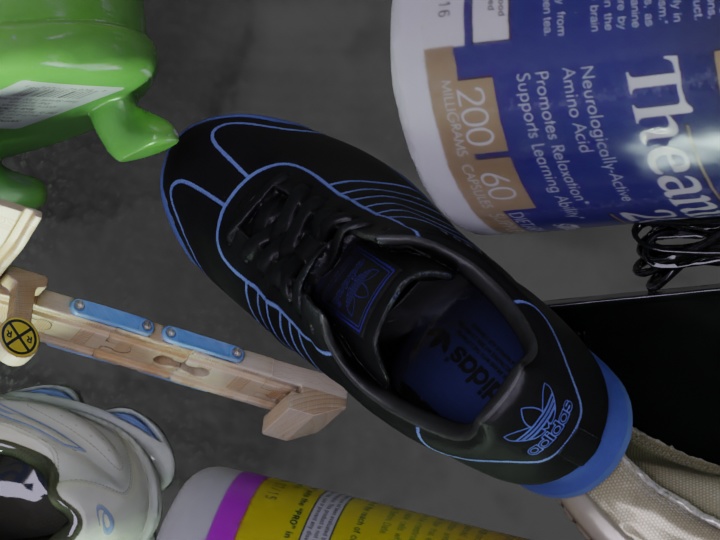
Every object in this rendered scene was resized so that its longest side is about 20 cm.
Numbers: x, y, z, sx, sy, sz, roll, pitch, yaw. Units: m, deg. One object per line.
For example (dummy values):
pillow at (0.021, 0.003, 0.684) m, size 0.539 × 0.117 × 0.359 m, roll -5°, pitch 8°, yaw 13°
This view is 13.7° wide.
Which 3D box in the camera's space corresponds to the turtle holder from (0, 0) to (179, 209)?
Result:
turtle holder at (-0.151, -0.086, 1.001) m, size 0.140 × 0.185 × 0.132 m, roll -8°, pitch 82°, yaw -25°

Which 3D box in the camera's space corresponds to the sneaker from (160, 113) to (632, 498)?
sneaker at (0.000, 0.000, 0.966) m, size 0.200 × 0.078 × 0.070 m, roll 34°, pitch 90°, yaw 31°

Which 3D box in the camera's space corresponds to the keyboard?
keyboard at (0.153, 0.018, 0.999) m, size 0.199 × 0.040 × 0.105 m, roll -5°, pitch 114°, yaw 9°

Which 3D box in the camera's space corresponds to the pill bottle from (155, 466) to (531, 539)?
pill bottle at (0.029, 0.135, 0.981) m, size 0.199 × 0.104 × 0.105 m, roll 12°, pitch 94°, yaw 9°

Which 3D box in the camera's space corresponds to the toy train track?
toy train track at (-0.099, 0.027, 0.987) m, size 0.199 × 0.115 × 0.033 m, roll 17°, pitch 58°, yaw -21°

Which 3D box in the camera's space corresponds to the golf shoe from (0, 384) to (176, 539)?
golf shoe at (-0.166, 0.063, 1.017) m, size 0.199 × 0.097 × 0.079 m, roll 5°, pitch 94°, yaw 11°

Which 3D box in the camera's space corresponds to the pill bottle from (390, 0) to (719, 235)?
pill bottle at (0.119, -0.073, 0.931) m, size 0.199 × 0.111 × 0.112 m, roll -5°, pitch 91°, yaw 26°

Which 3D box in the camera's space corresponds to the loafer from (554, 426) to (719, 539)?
loafer at (0.158, 0.090, 0.973) m, size 0.199 × 0.076 × 0.069 m, roll 24°, pitch 102°, yaw -1°
